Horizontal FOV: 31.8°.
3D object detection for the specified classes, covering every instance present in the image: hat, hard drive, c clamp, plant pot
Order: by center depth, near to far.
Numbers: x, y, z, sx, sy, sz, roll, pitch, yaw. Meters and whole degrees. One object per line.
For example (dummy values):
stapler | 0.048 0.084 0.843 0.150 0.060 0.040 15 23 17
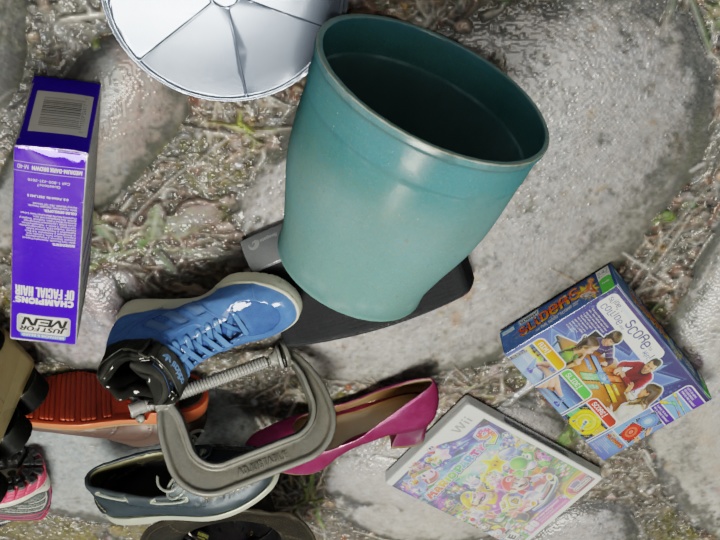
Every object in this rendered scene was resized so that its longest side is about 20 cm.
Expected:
plant pot | 0.022 -0.072 1.022 0.197 0.201 0.189 16 124 -17
hard drive | 0.000 0.000 1.180 0.197 0.043 0.136 -16 127 8
c clamp | -0.127 0.126 1.225 0.197 0.173 0.027 -13 161 -11
hat | -0.135 0.265 1.348 0.197 0.082 0.202 2 144 1

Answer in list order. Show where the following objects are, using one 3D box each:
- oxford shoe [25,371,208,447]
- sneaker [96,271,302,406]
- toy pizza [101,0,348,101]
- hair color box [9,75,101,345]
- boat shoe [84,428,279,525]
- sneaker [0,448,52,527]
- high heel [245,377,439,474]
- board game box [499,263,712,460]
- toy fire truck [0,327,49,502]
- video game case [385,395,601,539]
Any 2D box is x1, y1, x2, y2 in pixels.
oxford shoe | -0.250 0.149 1.260 0.196 0.072 0.073 1 133 -6
sneaker | -0.150 0.070 1.151 0.197 0.112 0.077 -8 129 21
toy pizza | -0.107 -0.227 1.002 0.196 0.032 0.203 -2 127 -2
hair color box | -0.260 -0.049 1.078 0.064 0.110 0.202 5 127 -8
boat shoe | -0.177 0.202 1.247 0.197 0.076 0.062 -8 140 19
sneaker | -0.420 0.242 1.310 0.196 0.081 0.075 -5 131 -1
high heel | -0.018 0.150 1.274 0.196 0.068 0.097 -2 138 -10
board game box | 0.250 0.098 1.281 0.134 0.035 0.200 -32 124 18
toy fire truck | -0.422 0.139 1.181 0.197 0.178 0.129 -15 130 26
video game case | 0.146 0.224 1.383 0.198 0.018 0.143 30 121 -24
